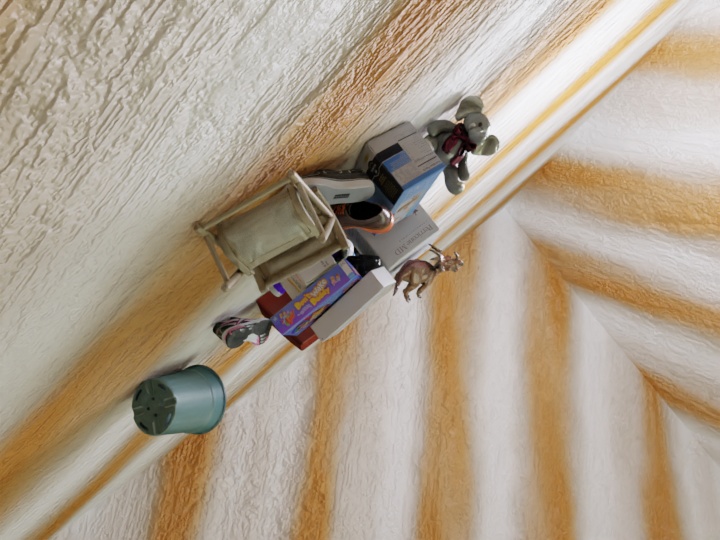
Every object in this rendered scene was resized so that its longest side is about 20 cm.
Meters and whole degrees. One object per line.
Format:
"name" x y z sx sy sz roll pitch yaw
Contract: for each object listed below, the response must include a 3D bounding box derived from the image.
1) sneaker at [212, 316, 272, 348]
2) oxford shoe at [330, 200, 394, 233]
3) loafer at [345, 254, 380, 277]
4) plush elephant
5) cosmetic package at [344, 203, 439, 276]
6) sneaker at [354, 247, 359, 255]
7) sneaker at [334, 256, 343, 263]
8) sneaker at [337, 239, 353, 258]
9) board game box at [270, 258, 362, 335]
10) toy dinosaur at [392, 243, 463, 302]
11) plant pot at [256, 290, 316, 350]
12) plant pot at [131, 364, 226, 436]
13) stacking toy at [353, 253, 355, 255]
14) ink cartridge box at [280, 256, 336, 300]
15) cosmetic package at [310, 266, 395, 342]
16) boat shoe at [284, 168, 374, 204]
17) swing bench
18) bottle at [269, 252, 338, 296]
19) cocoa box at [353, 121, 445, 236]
"sneaker" -0.323 0.155 1.569 0.199 0.086 0.081 7 107 -63
"oxford shoe" -0.031 -0.124 1.187 0.198 0.072 0.073 4 163 20
"loafer" 0.000 0.000 1.385 0.067 0.071 0.200 7 178 -14
"plush elephant" 0.240 -0.304 1.327 0.154 0.165 0.201 -28 -155 30
"cosmetic package" 0.067 -0.109 1.439 0.167 0.201 0.166 -37 170 -10
"sneaker" -0.011 -0.080 1.662 0.202 0.077 0.146 -38 167 25
"sneaker" -0.069 0.029 1.434 0.078 0.086 0.200 -48 -169 -30
"sneaker" -0.073 0.013 1.520 0.079 0.073 0.203 -21 122 -71
"board game box" -0.089 0.061 1.232 0.199 0.045 0.134 -39 171 1
"toy dinosaur" 0.145 -0.001 1.394 0.199 0.086 0.136 -13 148 -43
"plant pot" -0.170 0.122 1.696 0.199 0.177 0.200 -36 171 -13
"plant pot" -0.512 0.368 1.587 0.200 0.201 0.196 -40 162 13
"stacking toy" -0.055 0.000 1.662 0.200 0.109 0.118 22 83 -75
"ink cartridge box" -0.137 -0.016 1.275 0.087 0.146 0.200 -34 170 -21
"cosmetic package" -0.017 0.074 1.270 0.200 0.051 0.082 -43 172 22
"boat shoe" -0.063 -0.165 1.099 0.198 0.057 0.069 -6 150 -37
"swing bench" -0.147 -0.058 1.009 0.197 0.131 0.200 -27 174 8
"bottle" -0.148 -0.014 1.427 0.199 0.084 0.065 -40 159 12
"cocoa box" 0.068 -0.195 1.245 0.133 0.132 0.200 -33 169 -28
